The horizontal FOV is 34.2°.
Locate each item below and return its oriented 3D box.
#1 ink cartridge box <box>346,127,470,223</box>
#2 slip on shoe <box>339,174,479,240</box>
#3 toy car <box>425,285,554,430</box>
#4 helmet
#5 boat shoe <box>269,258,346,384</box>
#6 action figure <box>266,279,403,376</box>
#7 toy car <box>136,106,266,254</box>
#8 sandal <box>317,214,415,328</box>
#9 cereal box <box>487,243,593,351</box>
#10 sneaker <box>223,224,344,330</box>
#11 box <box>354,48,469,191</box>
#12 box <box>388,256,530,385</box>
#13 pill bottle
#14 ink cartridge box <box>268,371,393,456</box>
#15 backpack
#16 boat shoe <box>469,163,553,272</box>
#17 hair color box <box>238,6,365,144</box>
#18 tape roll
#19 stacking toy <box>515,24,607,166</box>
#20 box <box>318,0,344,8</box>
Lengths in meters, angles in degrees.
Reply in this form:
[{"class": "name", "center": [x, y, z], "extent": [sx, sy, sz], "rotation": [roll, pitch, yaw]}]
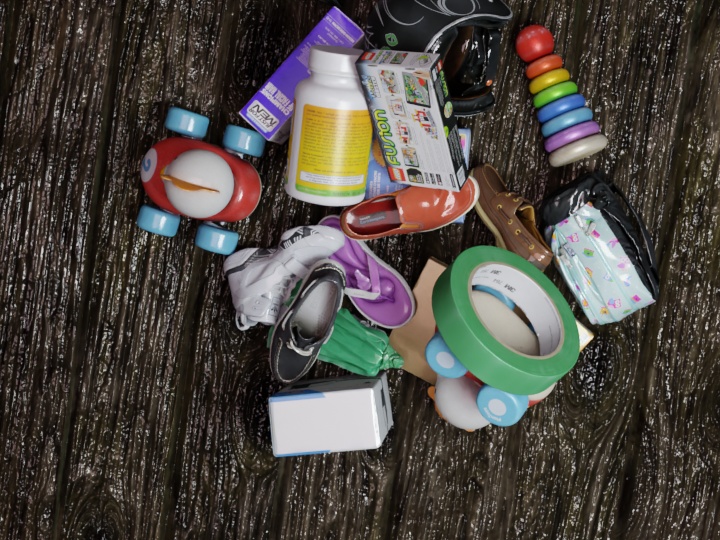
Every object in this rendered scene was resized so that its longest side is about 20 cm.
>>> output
[{"class": "ink cartridge box", "center": [0.054, -0.140, 1.673], "extent": [0.200, 0.076, 0.137], "rotation": [4, 94, 7]}, {"class": "slip on shoe", "center": [0.066, -0.085, 1.608], "extent": [0.200, 0.061, 0.074], "rotation": [-14, 93, 6]}, {"class": "toy car", "center": [0.147, 0.142, 1.591], "extent": [0.177, 0.184, 0.200], "rotation": [43, 130, 2]}, {"class": "helmet", "center": [0.103, -0.312, 1.594], "extent": [0.200, 0.191, 0.200], "rotation": [-15, 127, -21]}, {"class": "boat shoe", "center": [-0.074, 0.081, 1.627], "extent": [0.074, 0.060, 0.200], "rotation": [25, 111, -11]}, {"class": "action figure", "center": [-0.026, 0.096, 1.682], "extent": [0.200, 0.055, 0.118], "rotation": [24, 98, 22]}, {"class": "toy car", "center": [-0.238, -0.127, 1.639], "extent": [0.177, 0.200, 0.185], "rotation": [18, 94, 5]}, {"class": "sandal", "center": [-0.005, 0.006, 1.674], "extent": [0.203, 0.050, 0.082], "rotation": [48, 112, 20]}, {"class": "cereal box", "center": [0.213, 0.079, 1.685], "extent": [0.200, 0.040, 0.144], "rotation": [41, 99, 2]}, {"class": "sneaker", "center": [-0.105, 0.013, 1.664], "extent": [0.200, 0.075, 0.115], "rotation": [-19, 65, 26]}, {"class": "box", "center": [0.069, -0.194, 1.530], "extent": [0.110, 0.035, 0.200], "rotation": [11, 139, 29]}, {"class": "box", "center": [0.150, 0.097, 1.665], "extent": [0.200, 0.021, 0.164], "rotation": [28, 101, 6]}, {"class": "pill bottle", "center": [-0.038, -0.196, 1.573], "extent": [0.111, 0.111, 0.200], "rotation": [9, 108, 5]}, {"class": "ink cartridge box", "center": [-0.038, 0.198, 1.638], "extent": [0.145, 0.200, 0.084], "rotation": [-7, 90, 6]}, {"class": "backpack", "center": [0.330, -0.028, 1.622], "extent": [0.127, 0.167, 0.200], "rotation": [-28, 94, 23]}, {"class": "boat shoe", "center": [0.212, -0.074, 1.626], "extent": [0.068, 0.072, 0.200], "rotation": [-41, 52, 29]}, {"class": "hair color box", "center": [-0.076, -0.273, 1.661], "extent": [0.065, 0.109, 0.200], "rotation": [42, 96, 3]}, {"class": "tape roll", "center": [0.185, 0.062, 1.489], "extent": [0.200, 0.200, 0.048], "rotation": [42, 130, 2]}, {"class": "stacking toy", "center": [0.272, -0.251, 1.644], "extent": [0.085, 0.085, 0.200], "rotation": [-21, 87, 7]}, {"class": "box", "center": [-0.094, -0.487, 1.661], "extent": [0.200, 0.086, 0.164], "rotation": [21, 95, 4]}]
